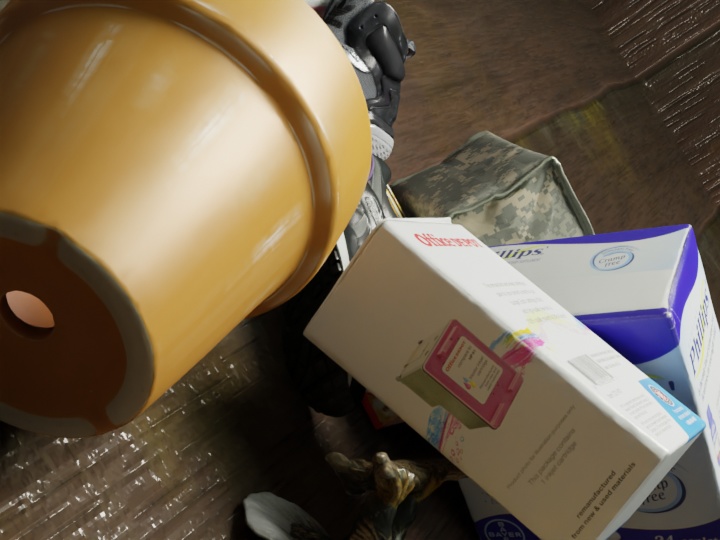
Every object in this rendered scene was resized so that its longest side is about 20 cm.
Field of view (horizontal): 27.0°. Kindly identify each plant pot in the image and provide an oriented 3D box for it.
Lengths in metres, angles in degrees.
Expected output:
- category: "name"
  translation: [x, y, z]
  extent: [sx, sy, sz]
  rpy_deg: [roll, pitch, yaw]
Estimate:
- category: "plant pot"
  translation: [-0.115, -0.028, 0.698]
  extent: [0.200, 0.200, 0.183]
  rpy_deg: [50, 37, -19]

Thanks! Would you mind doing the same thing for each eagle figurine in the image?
- category: "eagle figurine"
  translation: [0.019, 0.196, 0.785]
  extent: [0.152, 0.151, 0.200]
  rpy_deg: [4, 83, -17]

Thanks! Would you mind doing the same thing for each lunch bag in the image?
- category: "lunch bag"
  translation: [0.123, 0.006, 1.185]
  extent: [0.200, 0.118, 0.164]
  rpy_deg: [61, -6, -18]

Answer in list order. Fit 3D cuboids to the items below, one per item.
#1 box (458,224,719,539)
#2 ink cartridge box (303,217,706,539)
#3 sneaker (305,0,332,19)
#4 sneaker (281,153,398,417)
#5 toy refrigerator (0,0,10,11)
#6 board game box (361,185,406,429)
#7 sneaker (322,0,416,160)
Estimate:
- category: "box"
  translation: [0.150, 0.085, 1.016]
  extent: [0.200, 0.184, 0.105]
  rpy_deg: [68, 30, -28]
- category: "ink cartridge box"
  translation: [0.085, 0.061, 0.857]
  extent: [0.200, 0.085, 0.145]
  rpy_deg: [41, 14, 16]
- category: "sneaker"
  translation: [-0.086, -0.194, 1.143]
  extent: [0.200, 0.105, 0.075]
  rpy_deg: [-3, 51, -37]
- category: "sneaker"
  translation: [0.000, 0.000, 0.979]
  extent: [0.088, 0.076, 0.200]
  rpy_deg: [11, 60, -32]
- category: "toy refrigerator"
  translation: [-0.131, -0.077, 0.847]
  extent: [0.200, 0.070, 0.076]
  rpy_deg: [54, 12, -23]
- category: "board game box"
  translation: [0.012, 0.011, 1.096]
  extent: [0.200, 0.046, 0.151]
  rpy_deg: [62, 22, 12]
- category: "sneaker"
  translation: [-0.040, -0.158, 1.089]
  extent: [0.200, 0.114, 0.075]
  rpy_deg: [20, 2, -43]
